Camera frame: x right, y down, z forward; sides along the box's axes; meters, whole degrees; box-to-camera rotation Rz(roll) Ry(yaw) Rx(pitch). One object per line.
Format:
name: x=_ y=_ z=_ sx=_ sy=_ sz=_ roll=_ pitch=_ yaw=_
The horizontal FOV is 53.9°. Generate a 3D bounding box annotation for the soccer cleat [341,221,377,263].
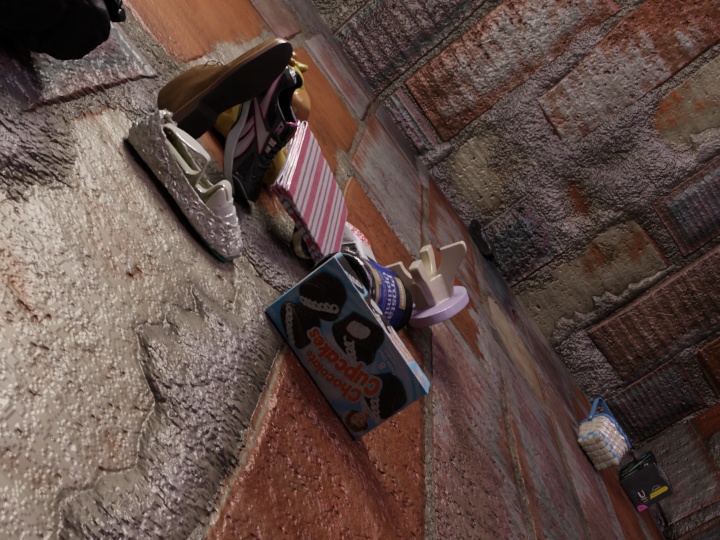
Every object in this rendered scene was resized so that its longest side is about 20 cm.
soccer cleat: x=0.000 y=0.000 z=1.203 sx=0.203 sy=0.068 sz=0.085 roll=58 pitch=11 yaw=-11

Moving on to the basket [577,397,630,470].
basket: x=0.806 y=0.543 z=2.346 sx=0.199 sy=0.138 sz=0.178 roll=-36 pitch=92 yaw=-44

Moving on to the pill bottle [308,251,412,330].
pill bottle: x=0.006 y=0.043 z=1.053 sx=0.114 sy=0.111 sz=0.199 roll=61 pitch=17 yaw=20

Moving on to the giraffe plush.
giraffe plush: x=-0.144 y=-0.255 z=1.092 sx=0.200 sy=0.161 sz=0.174 roll=47 pitch=18 yaw=-28

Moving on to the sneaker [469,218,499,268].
sneaker: x=0.518 y=-0.114 z=2.958 sx=0.104 sy=0.059 sz=0.204 roll=24 pitch=41 yaw=-59

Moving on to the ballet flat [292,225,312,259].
ballet flat: x=-0.087 y=-0.075 z=1.151 sx=0.202 sy=0.055 sz=0.068 roll=-82 pitch=158 yaw=-59

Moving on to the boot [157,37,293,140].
boot: x=-0.180 y=-0.253 z=0.923 sx=0.076 sy=0.197 sz=0.074 roll=58 pitch=3 yaw=21

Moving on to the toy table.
toy table: x=0.135 y=0.025 z=1.395 sx=0.200 sy=0.180 sz=0.120 roll=-76 pitch=146 yaw=-80

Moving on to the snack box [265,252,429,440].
snack box: x=-0.015 y=0.095 z=0.880 sx=0.202 sy=0.115 sz=0.037 roll=55 pitch=16 yaw=-3

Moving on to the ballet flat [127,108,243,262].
ballet flat: x=-0.193 y=-0.101 z=0.834 sx=0.201 sy=0.071 sz=0.072 roll=53 pitch=16 yaw=-15

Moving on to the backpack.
backpack: x=-0.344 y=-0.326 z=0.716 sx=0.203 sy=0.125 sz=0.167 roll=63 pitch=6 yaw=27

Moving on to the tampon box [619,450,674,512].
tampon box: x=1.069 y=0.789 z=2.659 sx=0.128 sy=0.149 sz=0.199 roll=57 pitch=16 yaw=11

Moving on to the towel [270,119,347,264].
towel: x=-0.071 y=-0.106 z=1.078 sx=0.202 sy=0.029 sz=0.149 roll=63 pitch=30 yaw=-44

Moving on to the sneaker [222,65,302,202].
sneaker: x=-0.131 y=-0.190 z=0.981 sx=0.084 sy=0.205 sz=0.080 roll=16 pitch=18 yaw=15
